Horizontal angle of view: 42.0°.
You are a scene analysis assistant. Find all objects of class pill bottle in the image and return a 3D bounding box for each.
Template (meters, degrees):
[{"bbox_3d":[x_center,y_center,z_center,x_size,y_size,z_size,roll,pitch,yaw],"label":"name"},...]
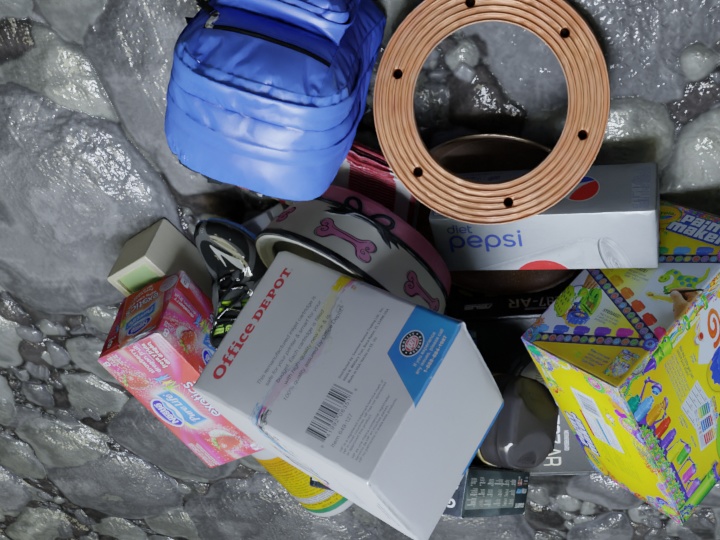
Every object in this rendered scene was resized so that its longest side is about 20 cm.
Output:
[{"bbox_3d":[-0.080,0.213,1.195,0.111,0.114,0.201,-17,127,31],"label":"pill bottle"}]

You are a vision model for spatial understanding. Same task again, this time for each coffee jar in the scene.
[{"bbox_3d":[0.088,0.138,0.914,0.197,0.087,0.104,2,170,38],"label":"coffee jar"}]

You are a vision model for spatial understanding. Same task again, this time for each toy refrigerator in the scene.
[{"bbox_3d":[-0.191,0.042,1.091,0.075,0.071,0.200,-23,124,35],"label":"toy refrigerator"}]

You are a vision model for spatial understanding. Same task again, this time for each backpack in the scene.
[{"bbox_3d":[-0.072,-0.166,0.746,0.159,0.202,0.170,14,133,4],"label":"backpack"}]

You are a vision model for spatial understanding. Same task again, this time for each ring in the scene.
[{"bbox_3d":[0.108,-0.140,0.785,0.196,0.019,0.205,2,103,8],"label":"ring"}]

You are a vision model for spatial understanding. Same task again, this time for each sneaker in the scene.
[{"bbox_3d":[-0.122,0.041,0.975,0.070,0.082,0.203,-14,100,35],"label":"sneaker"}]

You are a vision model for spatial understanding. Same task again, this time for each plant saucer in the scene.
[{"bbox_3d":[0.132,-0.059,0.908,0.196,0.037,0.203,10,136,10],"label":"plant saucer"}]

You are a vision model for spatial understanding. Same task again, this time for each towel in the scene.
[{"bbox_3d":[-0.037,-0.086,0.897,0.197,0.023,0.145,23,154,11],"label":"towel"}]

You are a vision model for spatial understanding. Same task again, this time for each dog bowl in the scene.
[{"bbox_3d":[0.000,0.000,0.886,0.198,0.074,0.201,30,162,11],"label":"dog bowl"}]

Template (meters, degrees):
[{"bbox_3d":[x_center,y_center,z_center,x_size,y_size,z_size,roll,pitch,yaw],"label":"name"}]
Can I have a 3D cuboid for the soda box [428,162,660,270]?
[{"bbox_3d":[0.165,-0.045,0.838,0.196,0.064,0.069,-1,135,19],"label":"soda box"}]

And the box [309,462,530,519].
[{"bbox_3d":[0.064,0.205,0.925,0.156,0.047,0.199,5,171,27],"label":"box"}]

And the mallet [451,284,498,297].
[{"bbox_3d":[0.141,0.024,0.991,0.198,0.041,0.066,28,136,-5],"label":"mallet"}]

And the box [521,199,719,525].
[{"bbox_3d":[0.283,0.081,0.863,0.121,0.192,0.201,28,156,53],"label":"box"}]

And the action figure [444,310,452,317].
[{"bbox_3d":[0.082,0.109,1.074,0.189,0.105,0.204,-4,112,12],"label":"action figure"}]

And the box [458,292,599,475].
[{"bbox_3d":[0.188,0.121,0.978,0.157,0.044,0.203,-3,118,9],"label":"box"}]

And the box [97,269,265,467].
[{"bbox_3d":[-0.182,0.112,1.040,0.094,0.101,0.201,-23,124,25],"label":"box"}]

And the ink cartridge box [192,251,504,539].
[{"bbox_3d":[-0.008,0.104,0.804,0.198,0.148,0.145,22,160,35],"label":"ink cartridge box"}]

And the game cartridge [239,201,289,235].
[{"bbox_3d":[-0.082,0.038,1.022,0.132,0.041,0.203,-23,96,32],"label":"game cartridge"}]
